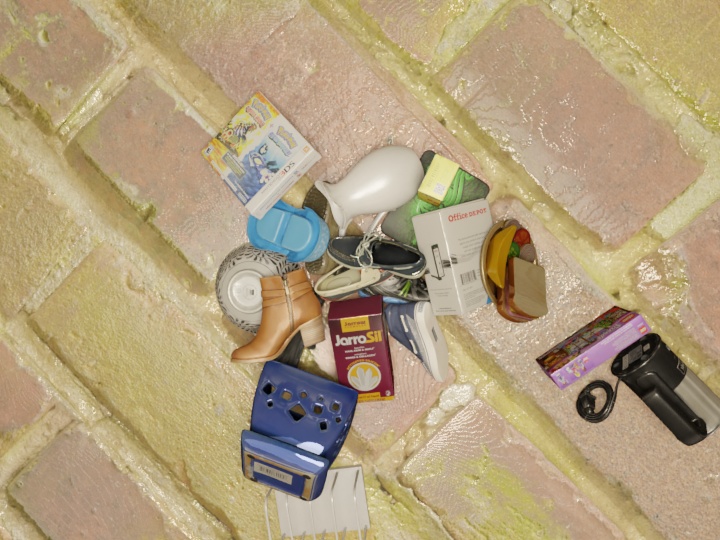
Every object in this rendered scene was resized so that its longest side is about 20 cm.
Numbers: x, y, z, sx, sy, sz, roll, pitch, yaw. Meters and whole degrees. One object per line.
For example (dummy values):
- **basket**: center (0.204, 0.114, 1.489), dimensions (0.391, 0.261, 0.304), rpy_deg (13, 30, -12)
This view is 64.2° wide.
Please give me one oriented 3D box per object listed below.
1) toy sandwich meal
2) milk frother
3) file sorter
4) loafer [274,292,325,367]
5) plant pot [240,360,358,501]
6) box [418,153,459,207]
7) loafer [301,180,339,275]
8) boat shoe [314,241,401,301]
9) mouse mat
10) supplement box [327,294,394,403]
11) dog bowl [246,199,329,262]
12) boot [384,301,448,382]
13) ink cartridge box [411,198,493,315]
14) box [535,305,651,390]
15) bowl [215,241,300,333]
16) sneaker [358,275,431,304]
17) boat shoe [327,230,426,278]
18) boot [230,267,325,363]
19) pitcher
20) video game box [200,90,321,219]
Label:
- **toy sandwich meal**: center (0.307, -0.002, 1.112), dimensions (0.204, 0.070, 0.207), rpy_deg (3, 85, -40)
- **milk frother**: center (0.567, 0.264, 1.138), dimensions (0.188, 0.180, 0.200), rpy_deg (45, 139, 1)
- **file sorter**: center (-0.091, 0.508, 1.204), dimensions (0.199, 0.125, 0.140), rpy_deg (-8, 93, 6)
- **loafer**: center (-0.122, 0.139, 1.214), dimensions (0.070, 0.068, 0.201), rpy_deg (28, 99, -9)
- **plant pot**: center (-0.130, 0.324, 1.127), dimensions (0.199, 0.201, 0.180), rpy_deg (19, 50, 4)
- **box**: center (0.146, -0.166, 1.093), dimensions (0.050, 0.200, 0.076), rpy_deg (26, 94, 3)
- **loafer**: center (-0.078, -0.085, 1.193), dimensions (0.076, 0.067, 0.201), rpy_deg (-3, 78, 33)
- **boat shoe**: center (0.000, 0.000, 1.151), dimensions (0.199, 0.063, 0.071), rpy_deg (-29, 67, 11)
- **mouse mat**: center (0.155, -0.129, 1.199), dimensions (0.160, 0.008, 0.201), rpy_deg (31, 95, 2)
- **supplement box**: center (0.004, 0.162, 1.163), dimensions (0.110, 0.086, 0.201), rpy_deg (-7, 112, 5)
- **dog bowl**: center (-0.145, -0.080, 1.165), dimensions (0.199, 0.049, 0.112), rpy_deg (21, 91, 35)
- **boot**: center (0.118, 0.145, 1.178), dimensions (0.090, 0.073, 0.201), rpy_deg (-2, 123, 29)
- **ink cartridge box**: center (0.196, -0.027, 1.125), dimensions (0.145, 0.084, 0.201), rpy_deg (-16, 95, -38)
- **box**: center (0.449, 0.147, 1.125), dimensions (0.200, 0.137, 0.039), rpy_deg (-36, 90, 6)
- **bowl**: center (-0.222, 0.039, 1.200), dimensions (0.199, 0.094, 0.202), rpy_deg (0, 93, 5)
- **sneaker**: center (0.093, 0.028, 1.182), dimensions (0.198, 0.071, 0.083), rpy_deg (5, 100, 8)
- **boat shoe**: center (0.027, -0.033, 1.091), dimensions (0.199, 0.062, 0.075), rpy_deg (18, 71, 16)
- **boot**: center (-0.174, 0.090, 1.122), dimensions (0.199, 0.077, 0.156), rpy_deg (-17, 95, -9)
- **pitcher**: center (0.028, -0.147, 1.151), dimensions (0.199, 0.121, 0.172), rpy_deg (-28, 131, -12)
- **video game box**: center (-0.206, -0.237, 1.173), dimensions (0.182, 0.047, 0.200), rpy_deg (-44, 69, 4)
